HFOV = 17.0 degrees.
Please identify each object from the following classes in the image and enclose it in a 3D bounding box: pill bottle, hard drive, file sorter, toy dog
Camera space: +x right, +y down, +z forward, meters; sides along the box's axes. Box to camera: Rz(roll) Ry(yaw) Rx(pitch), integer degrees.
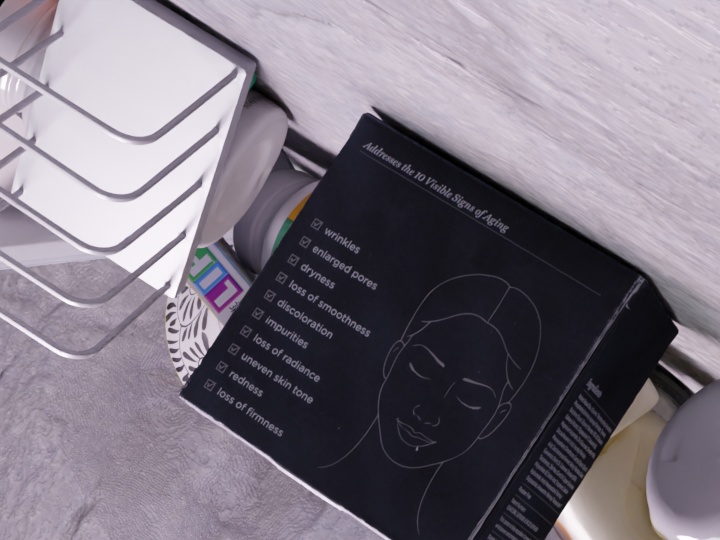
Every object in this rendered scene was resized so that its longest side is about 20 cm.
[{"bbox_3d":[-0.160,-0.114,1.646,0.199,0.114,0.114,34,176,11],"label":"pill bottle"},{"bbox_3d":[-0.210,-0.042,1.896,0.199,0.027,0.132,-6,-157,-15],"label":"hard drive"},{"bbox_3d":[-0.178,-0.065,1.529,0.138,0.125,0.201,32,132,12],"label":"file sorter"},{"bbox_3d":[0.000,0.000,1.705,0.200,0.113,0.113,31,175,44],"label":"pill bottle"},{"bbox_3d":[0.260,0.148,1.362,0.200,0.110,0.109,37,175,-34],"label":"pill bottle"},{"bbox_3d":[0.142,0.126,1.561,0.199,0.195,0.140,28,-172,2],"label":"toy dog"}]

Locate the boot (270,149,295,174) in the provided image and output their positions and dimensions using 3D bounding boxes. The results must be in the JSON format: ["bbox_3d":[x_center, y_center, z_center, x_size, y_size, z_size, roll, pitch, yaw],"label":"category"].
[{"bbox_3d":[-0.105,-0.091,1.890,0.200,0.074,0.096,42,-174,24],"label":"boot"}]

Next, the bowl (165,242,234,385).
[{"bbox_3d":[-0.051,0.034,1.890,0.200,0.201,0.094,34,167,-1],"label":"bowl"}]

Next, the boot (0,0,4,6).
[{"bbox_3d":[-0.209,-0.131,1.822,0.198,0.073,0.163,40,157,20],"label":"boot"}]

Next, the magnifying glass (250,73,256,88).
[{"bbox_3d":[-0.151,-0.171,1.582,0.199,0.022,0.080,31,175,21],"label":"magnifying glass"}]

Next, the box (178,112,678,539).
[{"bbox_3d":[0.041,0.052,1.370,0.199,0.197,0.124,32,177,23],"label":"box"}]

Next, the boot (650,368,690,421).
[{"bbox_3d":[0.181,0.134,1.678,0.200,0.131,0.068,37,175,-35],"label":"boot"}]

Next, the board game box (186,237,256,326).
[{"bbox_3d":[-0.105,0.002,1.759,0.200,0.034,0.134,49,-179,16],"label":"board game box"}]

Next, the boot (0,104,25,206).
[{"bbox_3d":[-0.290,-0.133,1.816,0.200,0.072,0.091,69,177,-58],"label":"boot"}]
